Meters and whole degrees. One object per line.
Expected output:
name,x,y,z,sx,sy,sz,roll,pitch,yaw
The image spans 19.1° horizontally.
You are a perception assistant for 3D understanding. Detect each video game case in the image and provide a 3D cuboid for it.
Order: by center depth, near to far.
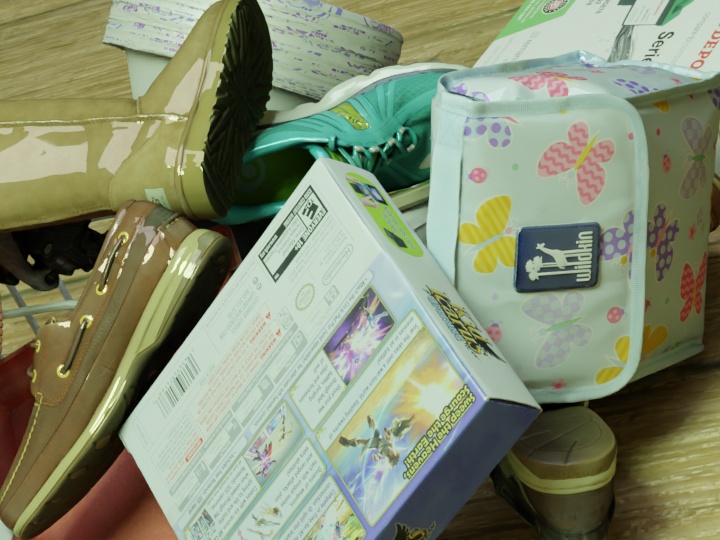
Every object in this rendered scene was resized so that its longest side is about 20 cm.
video game case,-0.022,0.077,1.077,0.200,0.045,0.181,-53,48,22

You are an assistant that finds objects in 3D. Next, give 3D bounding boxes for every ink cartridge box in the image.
ink cartridge box,0.183,-0.122,1.404,0.200,0.084,0.146,1,40,38

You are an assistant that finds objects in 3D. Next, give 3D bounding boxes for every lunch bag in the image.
lunch bag,0.106,-0.022,1.143,0.127,0.170,0.200,13,16,37

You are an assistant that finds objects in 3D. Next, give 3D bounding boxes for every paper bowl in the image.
paper bowl,-0.078,-0.140,1.467,0.201,0.200,0.105,19,95,50

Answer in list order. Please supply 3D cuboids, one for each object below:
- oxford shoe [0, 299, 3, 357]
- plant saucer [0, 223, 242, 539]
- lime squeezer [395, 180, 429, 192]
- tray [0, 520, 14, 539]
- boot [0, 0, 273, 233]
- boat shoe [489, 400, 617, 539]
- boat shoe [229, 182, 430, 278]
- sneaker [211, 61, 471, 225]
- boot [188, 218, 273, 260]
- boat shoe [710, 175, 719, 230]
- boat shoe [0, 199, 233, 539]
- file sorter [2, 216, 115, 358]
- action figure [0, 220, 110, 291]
oxford shoe,-0.255,0.078,1.189,0.074,0.071,0.200,-24,45,51
plant saucer,-0.127,0.097,1.228,0.200,0.037,0.200,-32,47,12
lime squeezer,0.018,-0.047,1.368,0.200,0.071,0.038,-50,5,-36
tray,-0.278,0.197,1.176,0.200,0.022,0.107,-33,14,11
boot,-0.163,-0.092,1.244,0.200,0.066,0.175,-3,43,19
boat shoe,0.094,0.097,1.144,0.073,0.065,0.200,-2,13,-1
boat shoe,0.000,0.000,1.247,0.075,0.068,0.200,-19,6,40
sneaker,-0.009,-0.066,1.268,0.200,0.078,0.080,-18,21,-9
boot,-0.060,-0.003,1.373,0.077,0.200,0.139,3,77,51
boat shoe,0.133,-0.026,1.300,0.200,0.072,0.068,-4,46,42
boat shoe,-0.147,0.053,1.172,0.200,0.068,0.072,-59,-11,5
file sorter,-0.171,0.017,1.408,0.139,0.125,0.200,-9,34,26
action figure,-0.232,-0.013,1.283,0.200,0.105,0.194,0,57,35
